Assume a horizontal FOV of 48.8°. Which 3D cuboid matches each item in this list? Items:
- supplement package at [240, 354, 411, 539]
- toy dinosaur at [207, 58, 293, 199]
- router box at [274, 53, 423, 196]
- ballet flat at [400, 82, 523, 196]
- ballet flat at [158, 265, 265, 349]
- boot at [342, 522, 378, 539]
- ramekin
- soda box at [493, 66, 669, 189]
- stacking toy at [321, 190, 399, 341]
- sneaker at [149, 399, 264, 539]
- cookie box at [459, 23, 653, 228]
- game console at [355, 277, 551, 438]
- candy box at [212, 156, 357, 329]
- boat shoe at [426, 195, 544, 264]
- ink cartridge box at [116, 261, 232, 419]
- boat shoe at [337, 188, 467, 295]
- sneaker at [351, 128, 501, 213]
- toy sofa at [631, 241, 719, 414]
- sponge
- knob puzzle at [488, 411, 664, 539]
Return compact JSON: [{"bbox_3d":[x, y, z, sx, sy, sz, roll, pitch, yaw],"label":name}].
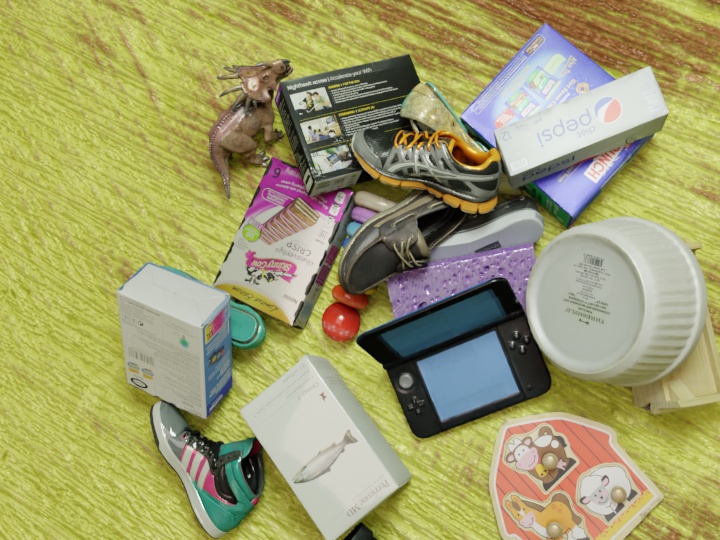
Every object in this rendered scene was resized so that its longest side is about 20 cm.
[{"bbox_3d":[-0.042,0.225,1.026,0.116,0.117,0.201,-39,76,3],"label":"supplement package"},{"bbox_3d":[-0.169,-0.209,1.110,0.085,0.135,0.202,30,89,15],"label":"toy dinosaur"},{"bbox_3d":[0.001,-0.199,1.074,0.197,0.051,0.151,-16,77,-18],"label":"router box"},{"bbox_3d":[0.128,-0.155,1.041,0.071,0.071,0.200,-44,101,2],"label":"ballet flat"},{"bbox_3d":[-0.216,0.058,1.114,0.198,0.071,0.068,25,77,18],"label":"ballet flat"},{"bbox_3d":[0.001,0.440,1.003,0.168,0.076,0.200,44,108,4],"label":"boot"},{"bbox_3d":[0.286,0.037,0.928,0.198,0.104,0.204,-1,89,49],"label":"ramekin"},{"bbox_3d":[0.265,-0.170,0.965,0.197,0.068,0.064,-21,78,9],"label":"soda box"},{"bbox_3d":[0.000,0.000,1.073,0.084,0.085,0.203,20,90,14],"label":"stacking toy"},{"bbox_3d":[-0.194,0.244,1.072,0.120,0.084,0.202,-32,84,11],"label":"sneaker"},{"bbox_3d":[0.258,-0.188,1.044,0.171,0.075,0.200,-46,75,2],"label":"cookie box"},{"bbox_3d":[0.119,0.115,0.983,0.197,0.118,0.173,-23,92,13],"label":"game console"},{"bbox_3d":[-0.102,-0.038,1.108,0.135,0.061,0.203,23,87,15],"label":"candy box"},{"bbox_3d":[0.147,-0.042,1.058,0.197,0.069,0.057,-19,43,16],"label":"boat shoe"},{"bbox_3d":[-0.245,0.107,1.061,0.135,0.076,0.202,20,128,17],"label":"ink cartridge box"},{"bbox_3d":[0.056,-0.042,1.005,0.200,0.075,0.073,-43,35,-12],"label":"boat shoe"},{"bbox_3d":[0.085,-0.142,0.987,0.197,0.078,0.079,19,43,4],"label":"sneaker"},{"bbox_3d":[0.382,0.071,0.984,0.081,0.098,0.204,-6,79,-14],"label":"toy sofa"},{"bbox_3d":[0.140,0.037,1.039,0.197,0.030,0.113,-10,103,10],"label":"sponge"},{"bbox_3d":[0.248,0.269,1.000,0.216,0.030,0.224,-2,81,13],"label":"knob puzzle"}]
